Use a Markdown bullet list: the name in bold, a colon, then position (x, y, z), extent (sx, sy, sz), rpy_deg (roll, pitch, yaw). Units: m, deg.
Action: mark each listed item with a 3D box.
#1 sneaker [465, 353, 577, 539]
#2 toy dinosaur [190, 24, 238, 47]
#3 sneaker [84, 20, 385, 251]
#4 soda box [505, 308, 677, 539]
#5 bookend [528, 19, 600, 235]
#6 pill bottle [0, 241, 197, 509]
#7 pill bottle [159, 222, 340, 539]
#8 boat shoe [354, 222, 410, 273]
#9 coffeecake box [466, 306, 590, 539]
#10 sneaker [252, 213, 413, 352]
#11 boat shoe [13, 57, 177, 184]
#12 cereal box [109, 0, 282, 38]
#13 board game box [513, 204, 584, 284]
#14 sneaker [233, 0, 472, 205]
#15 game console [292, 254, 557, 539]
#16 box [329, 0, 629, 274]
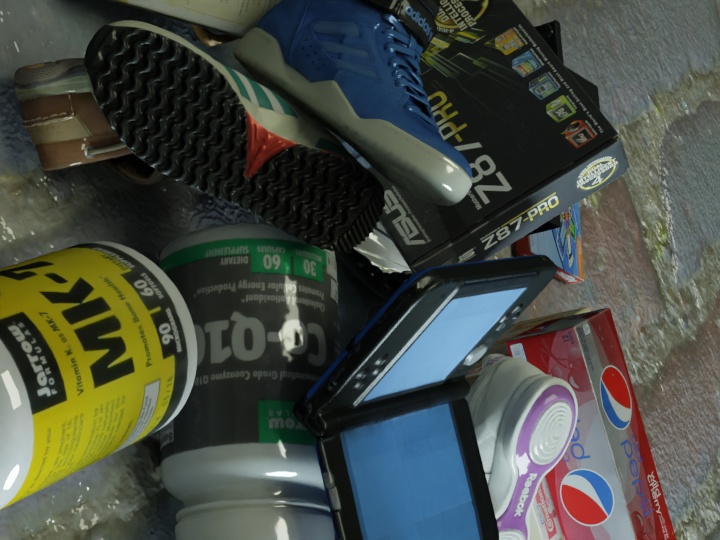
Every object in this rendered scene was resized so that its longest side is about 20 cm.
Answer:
- **sneaker**: position (0.085, 0.155, 1.221), extent (0.075, 0.100, 0.200), rpy_deg (20, 100, -42)
- **toy dinosaur**: position (-0.102, -0.203, 1.121), extent (0.200, 0.060, 0.106), rpy_deg (-21, 109, -25)
- **sneaker**: position (-0.080, -0.083, 0.993), extent (0.200, 0.070, 0.093), rpy_deg (30, 7, -21)
- **soda box**: position (0.179, 0.135, 1.282), extent (0.070, 0.063, 0.200), rpy_deg (-19, 94, -56)
- **bookend**: position (0.112, -0.093, 1.279), extent (0.199, 0.200, 0.092), rpy_deg (19, 63, -52)
- **pill bottle**: position (-0.183, 0.059, 0.847), extent (0.200, 0.114, 0.114), rpy_deg (-25, 99, -57)
- **pill bottle**: position (-0.066, 0.081, 1.017), extent (0.113, 0.113, 0.200), rpy_deg (21, 61, -52)
- **boat shoe**: position (0.028, 0.011, 1.247), extent (0.200, 0.074, 0.067), rpy_deg (33, 66, -35)
- **coffeecake box**: position (0.139, 0.132, 1.349), extent (0.200, 0.073, 0.154), rpy_deg (-25, 99, -57)
- **sneaker**: position (0.000, 0.000, 1.142), extent (0.073, 0.112, 0.200), rpy_deg (-126, -164, -70)
- **boat shoe**: position (-0.131, -0.087, 1.031), extent (0.200, 0.076, 0.072), rpy_deg (-3, 87, -50)
- **cereal box**: position (-0.077, -0.224, 1.074), extent (0.200, 0.040, 0.144), rpy_deg (13, 94, -31)
- **board game box**: position (0.168, -0.096, 1.534), extent (0.103, 0.019, 0.200), rpy_deg (23, 59, -50)
- **sneaker**: position (0.018, -0.126, 1.014), extent (0.111, 0.200, 0.077), rpy_deg (-49, 139, -3)
- **game console**: position (0.060, 0.091, 1.002), extent (0.118, 0.171, 0.200), rpy_deg (48, 23, 17)
- **box**: position (0.061, -0.105, 1.133), extent (0.200, 0.161, 0.049), rpy_deg (59, 1, 31)
